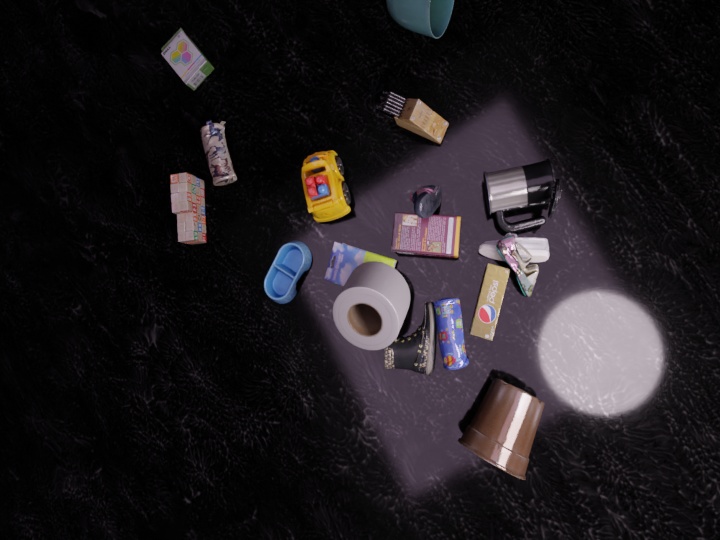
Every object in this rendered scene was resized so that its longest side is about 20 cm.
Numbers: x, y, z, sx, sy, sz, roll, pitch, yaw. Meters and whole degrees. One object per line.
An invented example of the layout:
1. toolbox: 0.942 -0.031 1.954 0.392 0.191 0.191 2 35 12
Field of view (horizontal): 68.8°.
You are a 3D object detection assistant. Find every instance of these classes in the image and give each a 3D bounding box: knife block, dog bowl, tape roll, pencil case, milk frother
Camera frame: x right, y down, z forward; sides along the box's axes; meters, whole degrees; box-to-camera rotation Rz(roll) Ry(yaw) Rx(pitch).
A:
1. knife block: 0.146 -0.463 1.581 0.196 0.174 0.066 25 94 -33
2. dog bowl: -0.230 0.004 1.631 0.109 0.050 0.205 29 92 12
3. tape roll: 0.033 0.099 1.482 0.195 0.140 0.209 10 122 16
4. pencil case: 0.262 0.181 1.504 0.077 0.085 0.209 -15 81 51
5. milk frother: 0.437 -0.209 1.423 0.181 0.200 0.188 -10 78 11
6. pencil case: -0.452 -0.371 1.683 0.087 0.077 0.207 -20 82 29

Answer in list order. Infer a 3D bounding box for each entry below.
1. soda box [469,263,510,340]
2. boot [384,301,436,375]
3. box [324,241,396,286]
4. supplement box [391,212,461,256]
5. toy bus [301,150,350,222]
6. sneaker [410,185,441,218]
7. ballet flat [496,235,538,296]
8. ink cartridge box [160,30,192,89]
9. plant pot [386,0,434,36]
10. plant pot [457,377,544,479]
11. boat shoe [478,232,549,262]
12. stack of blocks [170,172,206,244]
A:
1. soda box: 0.366 0.088 1.495 0.065 0.064 0.208 14 89 11
2. boot: 0.144 0.195 1.531 0.147 0.073 0.213 1 88 14
3. box: 0.000 0.000 1.583 0.193 0.048 0.127 17 91 11
4. supplement box: 0.192 -0.102 1.530 0.192 0.086 0.115 5 89 12
5. toy bus: -0.120 -0.264 1.552 0.131 0.192 0.208 -14 83 11
6. sneaker: 0.171 -0.195 1.492 0.079 0.199 0.073 5 109 22
7. ballet flat: 0.443 -0.013 1.440 0.070 0.070 0.202 -25 116 26
8. ink cartridge box: -0.585 -0.711 1.739 0.103 0.059 0.201 -41 80 7
9. plant pot: 0.169 -0.797 1.525 0.156 0.199 0.208 19 91 23
10. plant pot: 0.391 0.415 1.415 0.195 0.200 0.204 26 85 12
11. boat shoe: 0.435 -0.071 1.491 0.192 0.072 0.071 3 68 17
12. stack of blocks: -0.546 -0.194 1.674 0.056 0.115 0.209 -5 86 11
